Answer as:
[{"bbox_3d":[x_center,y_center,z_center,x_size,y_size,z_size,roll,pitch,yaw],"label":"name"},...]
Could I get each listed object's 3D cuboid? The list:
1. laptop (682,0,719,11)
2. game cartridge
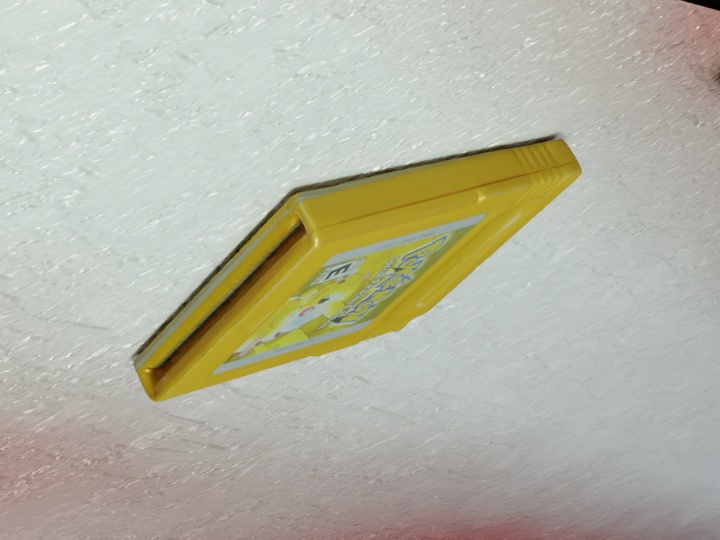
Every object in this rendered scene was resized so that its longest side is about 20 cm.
[{"bbox_3d":[0.215,-0.181,0.960,0.200,0.116,0.187,11,167,-23],"label":"laptop"},{"bbox_3d":[0.000,0.000,1.222,0.200,0.032,0.176,-13,158,-42],"label":"game cartridge"}]
